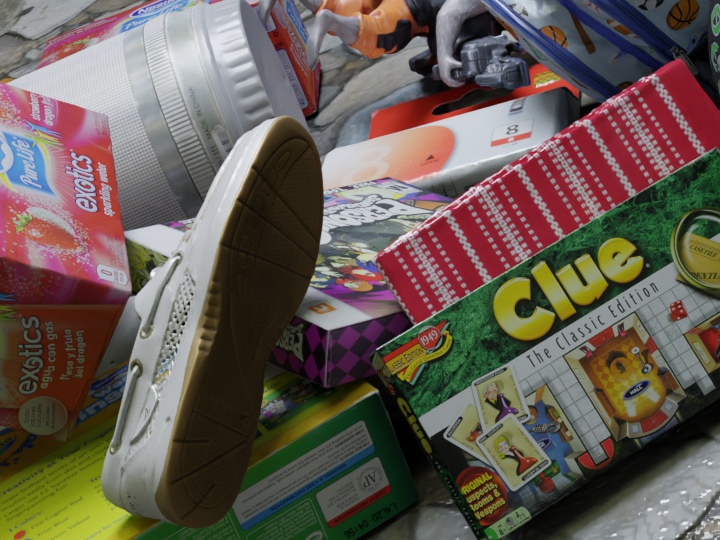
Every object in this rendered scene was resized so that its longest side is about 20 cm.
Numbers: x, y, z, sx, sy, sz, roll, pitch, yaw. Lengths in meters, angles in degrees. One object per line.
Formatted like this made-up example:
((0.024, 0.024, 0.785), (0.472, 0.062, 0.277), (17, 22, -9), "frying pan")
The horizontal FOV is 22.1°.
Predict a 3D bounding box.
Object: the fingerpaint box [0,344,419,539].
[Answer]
((-0.097, 0.109, 0.936), (0.199, 0.074, 0.167), (-30, 28, -16), "fingerpaint box")

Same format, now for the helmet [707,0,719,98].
((0.275, -0.123, 0.923), (0.199, 0.202, 0.191), (-16, 7, 15), "helmet")

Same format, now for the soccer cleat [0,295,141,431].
((-0.170, 0.082, 1.030), (0.199, 0.070, 0.078), (-33, 7, 16), "soccer cleat")

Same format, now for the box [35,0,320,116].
((-0.138, -0.148, 1.398), (0.199, 0.100, 0.096), (-19, 27, 12), "box")

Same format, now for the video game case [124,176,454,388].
((0.000, 0.000, 0.988), (0.199, 0.036, 0.181), (-13, 25, -39), "video game case")

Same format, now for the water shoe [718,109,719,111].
((0.161, -0.031, 0.962), (0.079, 0.072, 0.200), (-18, 25, 41), "water shoe")

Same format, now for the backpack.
((0.149, -0.187, 1.102), (0.200, 0.190, 0.154), (38, 92, 35), "backpack")

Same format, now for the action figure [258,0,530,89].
((0.048, -0.175, 1.247), (0.192, 0.106, 0.200), (-6, 12, -20), "action figure")

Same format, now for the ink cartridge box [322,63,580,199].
((0.061, -0.092, 1.194), (0.161, 0.050, 0.201), (-15, 32, 18), "ink cartridge box")

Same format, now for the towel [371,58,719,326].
((0.122, 0.001, 0.901), (0.199, 0.145, 0.022), (-32, -8, -15), "towel")

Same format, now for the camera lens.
((-0.140, -0.072, 1.195), (0.199, 0.161, 0.160), (-22, 27, 7), "camera lens")

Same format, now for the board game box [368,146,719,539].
((0.114, 0.034, 0.869), (0.199, 0.105, 0.023), (-31, -10, -14), "board game box")

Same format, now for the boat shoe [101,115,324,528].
((-0.075, 0.018, 0.861), (0.069, 0.071, 0.201), (2, 64, 37), "boat shoe")

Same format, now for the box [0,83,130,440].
((-0.187, -0.014, 0.965), (0.099, 0.096, 0.200), (16, 26, -20), "box")
